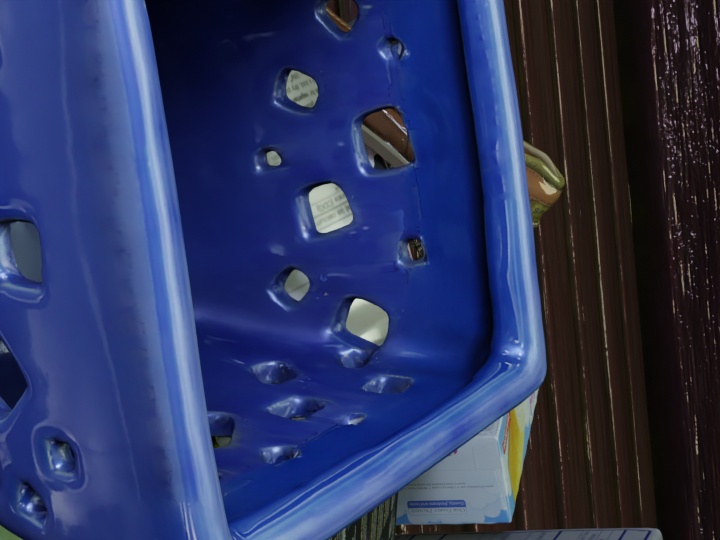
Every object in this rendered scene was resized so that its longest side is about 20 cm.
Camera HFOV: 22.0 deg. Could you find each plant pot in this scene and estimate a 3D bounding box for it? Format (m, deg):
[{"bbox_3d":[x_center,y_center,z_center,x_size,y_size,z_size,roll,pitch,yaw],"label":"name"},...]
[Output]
[{"bbox_3d":[-0.070,-0.029,0.596,0.200,0.180,0.200,-25,112,-53],"label":"plant pot"}]

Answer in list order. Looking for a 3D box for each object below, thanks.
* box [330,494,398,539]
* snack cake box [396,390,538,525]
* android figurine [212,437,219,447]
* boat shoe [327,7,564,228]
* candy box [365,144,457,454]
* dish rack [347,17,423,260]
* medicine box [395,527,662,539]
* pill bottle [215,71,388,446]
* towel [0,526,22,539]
[{"bbox_3d":[-0.020,0.145,0.926,0.160,0.044,0.200,-65,164,-45],"label":"box"},{"bbox_3d":[0.052,0.084,1.223,0.200,0.115,0.067,-68,151,-59],"label":"snack cake box"},{"bbox_3d":[-0.059,0.064,0.910,0.200,0.041,0.182,79,21,-56],"label":"android figurine"},{"bbox_3d":[0.027,-0.096,1.012,0.200,0.068,0.072,44,21,-2],"label":"boat shoe"},{"bbox_3d":[0.000,0.000,1.051,0.200,0.061,0.136,-104,180,-54],"label":"candy box"},{"bbox_3d":[0.039,-0.058,1.165,0.153,0.055,0.200,98,-31,-73],"label":"dish rack"},{"bbox_3d":[0.080,0.221,1.118,0.182,0.200,0.103,-5,90,-75],"label":"medicine box"},{"bbox_3d":[-0.049,-0.018,0.763,0.200,0.113,0.113,65,17,-4],"label":"pill bottle"},{"bbox_3d":[-0.068,0.153,0.707,0.200,0.031,0.149,47,23,-10],"label":"towel"}]
